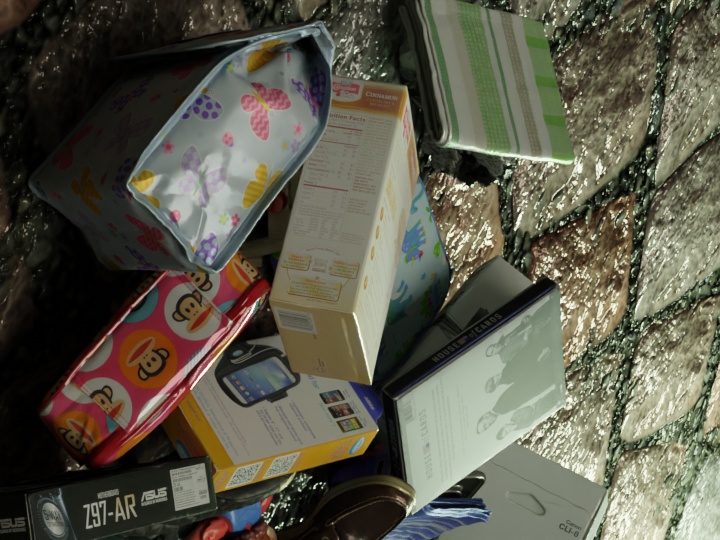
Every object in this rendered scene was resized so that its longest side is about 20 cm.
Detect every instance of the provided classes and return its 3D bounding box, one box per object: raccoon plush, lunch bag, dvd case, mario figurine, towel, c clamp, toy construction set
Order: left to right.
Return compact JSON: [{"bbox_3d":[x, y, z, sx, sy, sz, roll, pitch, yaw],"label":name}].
[{"bbox_3d":[-0.163,0.064,1.467,0.200,0.082,0.176,-46,-177,-9],"label":"lunch bag"},{"bbox_3d":[-0.124,-0.105,1.392,0.200,0.169,0.127,-51,117,-21],"label":"lunch bag"},{"bbox_3d":[-0.131,0.207,1.682,0.122,0.106,0.202,-8,108,-13],"label":"mario figurine"},{"bbox_3d":[-0.077,-0.074,1.562,0.131,0.091,0.202,-54,161,-67],"label":"toy construction set"},{"bbox_3d":[0.000,0.000,1.725,0.161,0.082,0.201,-53,145,-24],"label":"lunch bag"},{"bbox_3d":[0.015,0.263,1.821,0.144,0.199,0.024,14,53,-59],"label":"towel"},{"bbox_3d":[0.035,0.229,1.836,0.169,0.027,0.200,-15,159,-13],"label":"c clamp"},{"bbox_3d":[0.106,0.114,1.711,0.199,0.025,0.151,-32,136,-25],"label":"dvd case"},{"bbox_3d":[0.121,-0.177,1.803,0.135,0.096,0.201,-58,146,-31],"label":"raccoon plush"},{"bbox_3d":[0.118,-0.172,1.747,0.199,0.031,0.151,5,70,-49],"label":"towel"}]

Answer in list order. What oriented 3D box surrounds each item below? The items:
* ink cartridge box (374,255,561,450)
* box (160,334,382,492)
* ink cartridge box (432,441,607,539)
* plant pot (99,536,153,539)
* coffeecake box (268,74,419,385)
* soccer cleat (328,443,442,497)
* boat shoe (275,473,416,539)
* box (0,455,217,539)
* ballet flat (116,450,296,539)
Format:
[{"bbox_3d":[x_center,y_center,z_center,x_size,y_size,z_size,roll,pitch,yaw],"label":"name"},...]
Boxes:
[{"bbox_3d":[0.089,0.090,1.815,0.200,0.083,0.147,-50,180,-7],"label":"ink cartridge box"},{"bbox_3d":[-0.077,0.115,1.609,0.199,0.120,0.042,-8,143,-41],"label":"box"},{"bbox_3d":[0.171,0.272,2.015,0.146,0.144,0.200,-63,168,-7],"label":"ink cartridge box"},{"bbox_3d":[-0.203,0.290,1.490,0.134,0.199,0.202,-28,130,-50],"label":"plant pot"},{"bbox_3d":[-0.010,-0.032,1.541,0.154,0.072,0.202,77,25,-65],"label":"coffeecake box"},{"bbox_3d":[0.032,0.194,1.911,0.199,0.068,0.074,5,84,-55],"label":"soccer cleat"},{"bbox_3d":[-0.026,0.252,1.704,0.072,0.199,0.072,36,37,-30],"label":"boat shoe"},{"bbox_3d":[-0.230,0.179,1.418,0.199,0.159,0.044,-5,86,-54],"label":"box"},{"bbox_3d":[-0.148,0.186,1.592,0.198,0.067,0.057,-15,149,-17],"label":"ballet flat"}]
